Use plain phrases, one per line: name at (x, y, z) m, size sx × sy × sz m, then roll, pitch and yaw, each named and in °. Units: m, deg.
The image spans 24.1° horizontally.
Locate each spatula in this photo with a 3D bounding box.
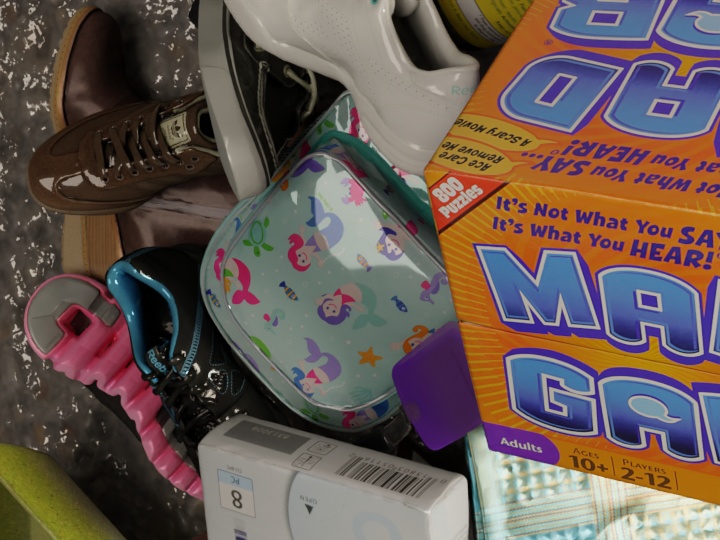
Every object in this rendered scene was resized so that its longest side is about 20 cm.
spatula at (0.019, 0.092, 0.968) m, size 0.057 × 0.021 × 0.200 m, roll 64°, pitch 149°, yaw 14°

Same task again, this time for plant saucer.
plant saucer at (-0.198, 0.222, 1.197) m, size 0.200 × 0.048 × 0.200 m, roll 44°, pitch 150°, yaw 18°

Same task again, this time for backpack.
backpack at (0.000, 0.000, 1.028) m, size 0.178 × 0.151 × 0.200 m, roll 48°, pitch 126°, yaw 0°

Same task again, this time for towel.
towel at (0.156, 0.117, 0.955) m, size 0.200 × 0.022 × 0.147 m, roll -7°, pitch 95°, yaw -12°

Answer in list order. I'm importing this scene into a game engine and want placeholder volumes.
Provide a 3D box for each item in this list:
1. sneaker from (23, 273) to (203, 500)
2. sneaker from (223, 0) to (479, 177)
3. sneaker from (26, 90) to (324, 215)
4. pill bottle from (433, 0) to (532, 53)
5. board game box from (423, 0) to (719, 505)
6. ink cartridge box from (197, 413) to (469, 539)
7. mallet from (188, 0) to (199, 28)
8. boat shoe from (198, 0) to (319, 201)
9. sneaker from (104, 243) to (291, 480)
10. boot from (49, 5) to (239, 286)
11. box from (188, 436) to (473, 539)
sneaker at (-0.150, 0.082, 1.180) m, size 0.200 × 0.095 × 0.079 m, roll 46°, pitch 78°, yaw -2°
sneaker at (-0.001, -0.146, 0.939) m, size 0.200 × 0.075 × 0.089 m, roll 43°, pitch 142°, yaw 23°
sneaker at (-0.122, -0.088, 1.078) m, size 0.200 × 0.076 × 0.071 m, roll -14°, pitch 78°, yaw -1°
pill bottle at (0.123, -0.195, 0.943) m, size 0.200 × 0.112 × 0.113 m, roll -9°, pitch 93°, yaw 31°
board game box at (0.176, -0.025, 0.841) m, size 0.199 × 0.200 × 0.200 m, roll 11°, pitch 138°, yaw 27°
ink cartridge box at (-0.013, 0.195, 0.987) m, size 0.160 × 0.047 × 0.200 m, roll 11°, pitch 116°, yaw 31°
mallet at (-0.020, -0.147, 1.084) m, size 0.200 × 0.041 × 0.066 m, roll 30°, pitch 109°, yaw 18°
boat shoe at (-0.059, -0.113, 0.990) m, size 0.064 × 0.200 × 0.071 m, roll -12°, pitch 127°, yaw 1°
sneaker at (-0.106, 0.078, 1.071) m, size 0.073 × 0.082 × 0.200 m, roll -32°, pitch 76°, yaw 24°
boot at (-0.123, -0.081, 1.149) m, size 0.166 × 0.072 × 0.200 m, roll 1°, pitch 95°, yaw 17°
box at (-0.021, 0.192, 1.090) m, size 0.200 × 0.075 × 0.100 m, roll -31°, pitch 118°, yaw 32°
